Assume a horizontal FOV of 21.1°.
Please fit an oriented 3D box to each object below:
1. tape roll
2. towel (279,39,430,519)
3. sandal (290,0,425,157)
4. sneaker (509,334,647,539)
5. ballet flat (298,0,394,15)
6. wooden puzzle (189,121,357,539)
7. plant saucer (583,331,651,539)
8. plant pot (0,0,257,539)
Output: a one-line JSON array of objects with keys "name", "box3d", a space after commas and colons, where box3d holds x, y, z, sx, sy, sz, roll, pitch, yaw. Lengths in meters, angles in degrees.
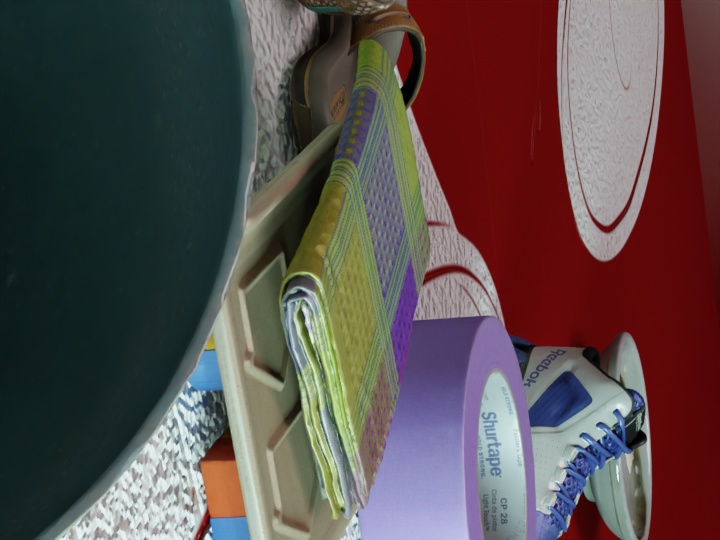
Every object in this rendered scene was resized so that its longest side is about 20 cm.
[{"name": "tape roll", "box3d": [0.055, 0.129, 1.157, 0.200, 0.065, 0.202, -5, 90, -73]}, {"name": "towel", "box3d": [0.000, 0.000, 0.912, 0.201, 0.023, 0.145, -74, 158, -48]}, {"name": "sandal", "box3d": [0.006, -0.116, 1.068, 0.200, 0.054, 0.082, -66, 148, -58]}, {"name": "sneaker", "box3d": [0.148, 0.128, 1.389, 0.081, 0.114, 0.201, 63, 28, -51]}, {"name": "ballet flat", "box3d": [-0.004, -0.224, 1.045, 0.070, 0.065, 0.202, 38, 52, -40]}, {"name": "wooden puzzle", "box3d": [-0.038, 0.048, 0.897, 0.185, 0.046, 0.202, -51, 139, -67]}, {"name": "plant saucer", "box3d": [0.232, 0.159, 1.790, 0.200, 0.050, 0.202, -5, 90, -74]}, {"name": "plant pot", "box3d": [-0.132, -0.019, 0.378, 0.135, 0.198, 0.202, 144, -53, -68]}]
